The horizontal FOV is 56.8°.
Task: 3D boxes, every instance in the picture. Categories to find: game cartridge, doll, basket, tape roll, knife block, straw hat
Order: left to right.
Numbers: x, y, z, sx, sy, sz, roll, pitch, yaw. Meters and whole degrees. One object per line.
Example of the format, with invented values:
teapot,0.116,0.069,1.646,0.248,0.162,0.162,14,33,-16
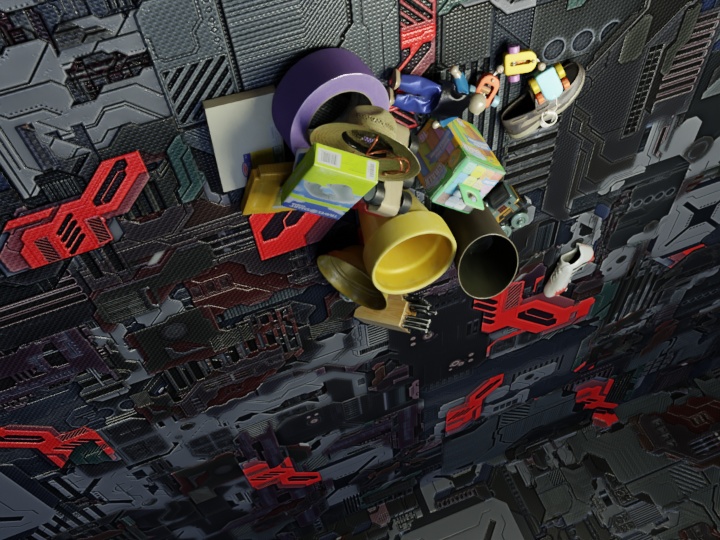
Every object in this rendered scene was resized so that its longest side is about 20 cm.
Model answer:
game cartridge,-0.128,-0.164,1.321,0.198,0.033,0.176,-10,163,-21
tape roll,-0.053,-0.286,1.196,0.198,0.085,0.201,-23,145,-18
straw hat,0.017,-0.238,1.158,0.199,0.086,0.201,15,164,4
knife block,0.097,0.130,1.751,0.199,0.177,0.064,-36,142,15
doll,0.152,-0.334,1.273,0.198,0.049,0.137,7,136,-17
basket,0.263,-0.070,1.515,0.134,0.201,0.182,-10,131,-2

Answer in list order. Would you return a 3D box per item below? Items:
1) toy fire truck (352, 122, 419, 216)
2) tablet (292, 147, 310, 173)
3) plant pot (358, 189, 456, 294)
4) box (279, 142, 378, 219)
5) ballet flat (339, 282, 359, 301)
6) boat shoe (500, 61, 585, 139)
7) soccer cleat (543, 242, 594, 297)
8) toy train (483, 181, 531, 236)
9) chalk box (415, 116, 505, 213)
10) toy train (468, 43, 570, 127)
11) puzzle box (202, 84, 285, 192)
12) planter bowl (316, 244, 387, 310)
toy fire truck,0.023,-0.195,1.351,0.128,0.178,0.199,12,173,-39
tablet,-0.063,-0.167,1.233,0.128,0.014,0.200,8,160,-9
plant pot,0.084,-0.082,1.466,0.199,0.190,0.202,-16,143,-13
box,-0.063,-0.151,1.192,0.121,0.048,0.200,13,158,-21
ballet flat,0.037,0.022,1.690,0.198,0.072,0.072,-20,144,-3
boat shoe,0.379,-0.359,1.394,0.200,0.075,0.073,-44,141,22
soccer cleat,0.610,-0.002,1.991,0.085,0.069,0.200,22,121,-35
toy train,0.325,-0.128,1.652,0.200,0.086,0.114,-39,129,23
chalk box,0.200,-0.208,1.366,0.124,0.201,0.124,12,131,-40
toy train,0.315,-0.370,1.335,0.198,0.056,0.151,14,122,-13
puzzle box,-0.209,-0.239,1.232,0.132,0.026,0.201,-17,143,-14
planter bowl,0.000,0.000,1.572,0.084,0.199,0.201,-54,151,-22
